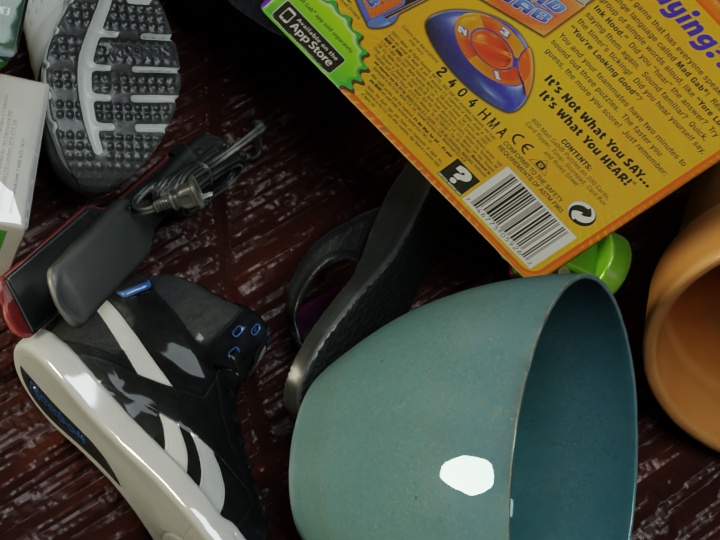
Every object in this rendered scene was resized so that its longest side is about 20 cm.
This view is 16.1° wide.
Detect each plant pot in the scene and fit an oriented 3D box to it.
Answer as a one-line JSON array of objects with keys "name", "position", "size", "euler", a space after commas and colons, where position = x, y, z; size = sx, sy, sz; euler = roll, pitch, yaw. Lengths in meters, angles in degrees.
[{"name": "plant pot", "position": [0.251, -0.006, 1.351], "size": [0.200, 0.200, 0.140], "euler": [17, 48, -10]}, {"name": "plant pot", "position": [0.044, 0.098, 1.249], "size": [0.135, 0.200, 0.200], "euler": [3, 61, 22]}]

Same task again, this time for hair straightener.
[{"name": "hair straightener", "position": [-0.098, -0.027, 1.291], "size": [0.200, 0.077, 0.041], "euler": [-39, 113, -49]}]

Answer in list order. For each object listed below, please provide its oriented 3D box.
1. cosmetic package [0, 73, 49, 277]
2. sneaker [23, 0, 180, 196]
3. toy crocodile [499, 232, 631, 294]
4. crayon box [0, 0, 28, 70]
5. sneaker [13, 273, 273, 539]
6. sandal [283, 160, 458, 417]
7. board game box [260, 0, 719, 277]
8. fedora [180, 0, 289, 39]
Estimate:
[{"name": "cosmetic package", "position": [-0.262, -0.058, 1.249], "size": [0.200, 0.108, 0.085], "euler": [10, 66, -11]}, {"name": "sneaker", "position": [-0.142, -0.126, 1.333], "size": [0.074, 0.080, 0.200], "euler": [9, 63, -25]}, {"name": "toy crocodile", "position": [0.105, -0.044, 1.389], "size": [0.067, 0.062, 0.200], "euler": [23, 58, -28]}, {"name": "crayon box", "position": [-0.234, -0.133, 1.256], "size": [0.126, 0.200, 0.052], "euler": [12, 88, -12]}, {"name": "sneaker", "position": [-0.068, 0.080, 1.268], "size": [0.112, 0.073, 0.200], "euler": [-38, 81, -26]}, {"name": "sandal", "position": [0.000, 0.000, 1.337], "size": [0.048, 0.075, 0.201], "euler": [18, 52, 19]}, {"name": "board game box", "position": [0.116, -0.159, 1.271], "size": [0.200, 0.200, 0.200], "euler": [45, 44, -10]}, {"name": "fedora", "position": [-0.044, -0.191, 1.372], "size": [0.200, 0.092, 0.201], "euler": [19, 58, -33]}]
